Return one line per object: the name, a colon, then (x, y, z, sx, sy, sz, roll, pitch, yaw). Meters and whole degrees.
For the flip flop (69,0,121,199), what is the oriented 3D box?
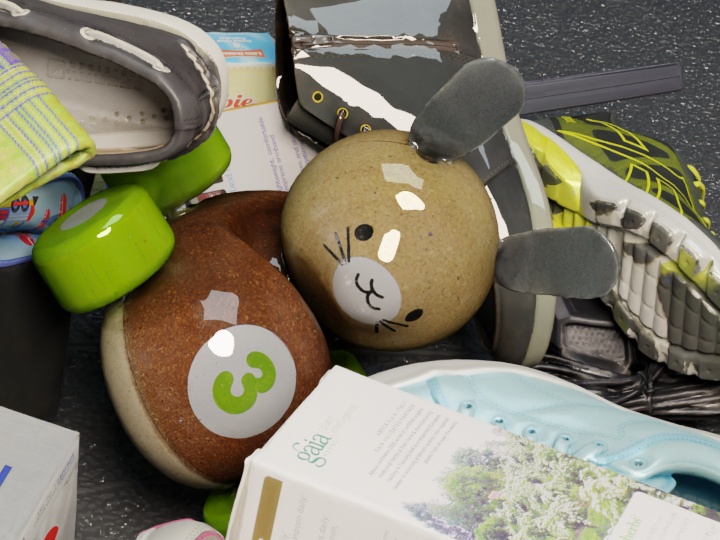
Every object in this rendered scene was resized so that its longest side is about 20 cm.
flip flop: (-0.146, -0.053, 0.988, 0.057, 0.201, 0.082, 15, 48, -7)

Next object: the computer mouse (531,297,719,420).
computer mouse: (0.117, 0.016, 1.111, 0.137, 0.053, 0.201, -2, 41, -10)

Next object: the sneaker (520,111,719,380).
sneaker: (0.144, -0.025, 1.064, 0.084, 0.075, 0.200, -22, 48, -32)

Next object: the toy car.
toy car: (0.000, 0.000, 0.895, 0.199, 0.165, 0.158, -23, 20, 24)

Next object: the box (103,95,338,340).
box: (-0.039, -0.021, 1.054, 0.199, 0.120, 0.041, -14, -2, -34)

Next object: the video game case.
video game case: (0.059, -0.091, 1.198, 0.142, 0.019, 0.199, -11, 4, -33)

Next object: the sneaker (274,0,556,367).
sneaker: (0.022, -0.044, 1.028, 0.105, 0.075, 0.202, -10, 76, -15)

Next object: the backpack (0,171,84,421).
backpack: (-0.237, 0.002, 0.912, 0.199, 0.136, 0.182, 17, 10, 24)

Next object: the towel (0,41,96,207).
towel: (-0.202, -0.057, 0.807, 0.143, 0.023, 0.200, -40, 53, -15)

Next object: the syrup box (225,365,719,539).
syrup box: (0.055, 0.115, 0.779, 0.198, 0.082, 0.079, 19, 28, 15)

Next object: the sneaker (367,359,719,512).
sneaker: (0.083, 0.080, 0.836, 0.198, 0.075, 0.082, 8, 3, -6)

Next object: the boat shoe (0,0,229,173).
boat shoe: (-0.153, -0.077, 0.863, 0.198, 0.075, 0.060, 12, 21, 5)

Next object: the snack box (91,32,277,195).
snack box: (-0.141, -0.059, 1.080, 0.198, 0.117, 0.037, -2, 32, -21)

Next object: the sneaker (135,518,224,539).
sneaker: (-0.024, 0.167, 0.712, 0.088, 0.081, 0.201, -25, 60, 9)

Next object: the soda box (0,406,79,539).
soda box: (-0.201, 0.068, 0.761, 0.198, 0.064, 0.068, 18, 43, 9)
